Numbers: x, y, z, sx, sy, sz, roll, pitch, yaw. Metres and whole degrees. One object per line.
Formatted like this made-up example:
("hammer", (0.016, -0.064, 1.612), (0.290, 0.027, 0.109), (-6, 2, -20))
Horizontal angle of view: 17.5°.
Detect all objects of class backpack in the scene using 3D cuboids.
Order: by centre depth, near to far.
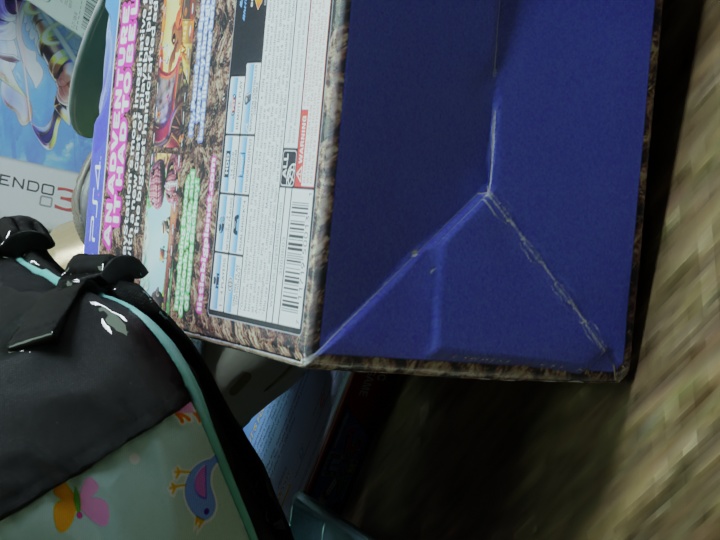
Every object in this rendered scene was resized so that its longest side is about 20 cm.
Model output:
("backpack", (-0.093, 0.107, 0.700), (0.153, 0.201, 0.175), (-40, 25, -19))

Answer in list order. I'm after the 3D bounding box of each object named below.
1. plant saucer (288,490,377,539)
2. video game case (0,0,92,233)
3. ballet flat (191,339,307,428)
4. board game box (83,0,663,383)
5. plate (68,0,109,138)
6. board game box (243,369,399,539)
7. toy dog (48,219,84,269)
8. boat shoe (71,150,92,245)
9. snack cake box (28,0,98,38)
("plant saucer", (0.008, 0.121, 0.727), (0.200, 0.019, 0.071), (-162, 79, -73))
("video game case", (-0.134, -0.108, 1.049), (0.045, 0.180, 0.202), (150, 129, -65))
("ballet flat", (-0.042, 0.002, 0.818), (0.074, 0.074, 0.202), (-170, 93, -72))
("board game box", (-0.003, -0.057, 0.693), (0.200, 0.096, 0.161), (-170, 85, -66))
("plate", (-0.051, -0.133, 0.954), (0.201, 0.025, 0.200), (-55, -6, -8))
("board game box", (0.000, 0.000, 0.832), (0.103, 0.019, 0.201), (-109, 35, -54))
("toy dog", (-0.131, 0.067, 0.897), (0.131, 0.097, 0.200), (-14, 29, 32))
("boat shoe", (-0.032, -0.080, 0.901), (0.201, 0.073, 0.074), (-58, -10, 3))
("snack cake box", (-0.106, -0.186, 0.913), (0.067, 0.115, 0.200), (-51, -8, -32))
